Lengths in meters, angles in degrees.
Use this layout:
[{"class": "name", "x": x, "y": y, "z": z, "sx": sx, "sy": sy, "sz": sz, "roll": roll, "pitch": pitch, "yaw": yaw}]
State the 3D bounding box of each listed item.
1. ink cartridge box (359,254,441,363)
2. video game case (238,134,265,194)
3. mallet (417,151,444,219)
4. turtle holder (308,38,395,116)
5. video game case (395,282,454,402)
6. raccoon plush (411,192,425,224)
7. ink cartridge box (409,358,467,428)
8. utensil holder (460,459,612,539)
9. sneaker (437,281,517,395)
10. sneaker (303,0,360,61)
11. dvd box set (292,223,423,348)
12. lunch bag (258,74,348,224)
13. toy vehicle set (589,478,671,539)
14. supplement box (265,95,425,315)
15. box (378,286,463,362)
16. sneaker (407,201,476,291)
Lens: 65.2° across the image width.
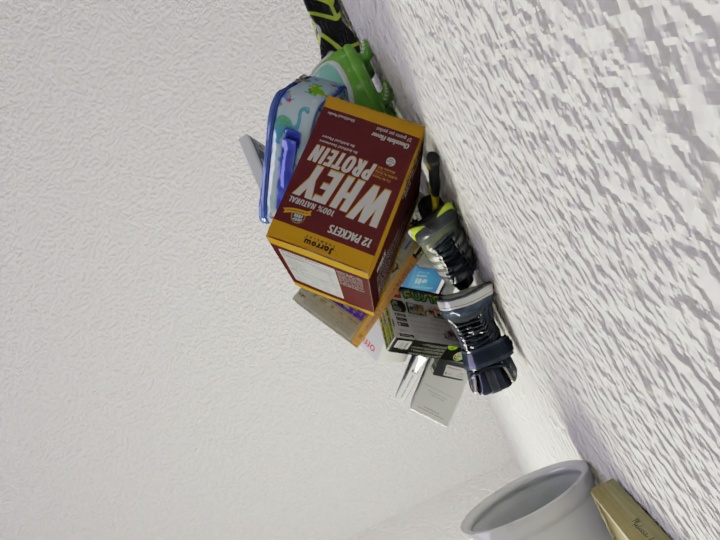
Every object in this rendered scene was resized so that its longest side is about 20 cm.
[{"class": "ink cartridge box", "x": 0.051, "y": 0.050, "z": 1.050, "sx": 0.084, "sy": 0.203, "sz": 0.144, "roll": 3, "pitch": -154, "yaw": -41}, {"class": "video game case", "x": -0.119, "y": -0.116, "z": 0.958, "sx": 0.203, "sy": 0.023, "sz": 0.181, "roll": 65, "pitch": -166, "yaw": 15}, {"class": "mallet", "x": 0.098, "y": -0.113, "z": 0.772, "sx": 0.201, "sy": 0.040, "sz": 0.067, "roll": 66, "pitch": -178, "yaw": -63}, {"class": "turtle holder", "x": -0.014, "y": -0.255, "z": 0.903, "sx": 0.188, "sy": 0.130, "sz": 0.141, "roll": 63, "pitch": -176, "yaw": -19}, {"class": "video game case", "x": 0.126, "y": 0.125, "z": 1.060, "sx": 0.183, "sy": 0.023, "sz": 0.202, "roll": 105, "pitch": -169, "yaw": -52}, {"class": "raccoon plush", "x": 0.069, "y": -0.136, "z": 1.003, "sx": 0.201, "sy": 0.096, "sz": 0.135, "roll": 56, "pitch": -169, "yaw": -28}, {"class": "ink cartridge box", "x": 0.171, "y": 0.185, "z": 1.096, "sx": 0.083, "sy": 0.203, "sz": 0.145, "roll": 23, "pitch": 177, "yaw": 9}, {"class": "utensil holder", "x": 0.234, "y": 0.351, "z": 0.641, "sx": 0.203, "sy": 0.168, "sz": 0.170, "roll": 62, "pitch": -176, "yaw": 13}, {"class": "sneaker", "x": 0.162, "y": 0.096, "z": 0.761, "sx": 0.202, "sy": 0.076, "sz": 0.149, "roll": 15, "pitch": -121, "yaw": -72}, {"class": "sneaker", "x": -0.041, "y": -0.413, "z": 0.997, "sx": 0.077, "sy": 0.074, "sz": 0.204, "roll": -67, "pitch": -38, "yaw": -75}, {"class": "dvd box set", "x": 0.000, "y": 0.000, "z": 0.876, "sx": 0.145, "sy": 0.202, "sz": 0.029, "roll": 29, "pitch": 169, "yaw": 38}, {"class": "lunch bag", "x": -0.082, "y": -0.164, "z": 0.800, "sx": 0.161, "sy": 0.081, "sz": 0.203, "roll": -61, "pitch": -14, "yaw": -55}, {"class": "toy vehicle set", "x": 0.250, "y": 0.264, "z": 0.439, "sx": 0.126, "sy": 0.026, "sz": 0.200, "roll": 64, "pitch": -176, "yaw": -1}, {"class": "supplement box", "x": -0.010, "y": -0.076, "z": 0.752, "sx": 0.130, "sy": 0.200, "sz": 0.200, "roll": 19, "pitch": 165, "yaw": 10}, {"class": "box", "x": 0.123, "y": 0.086, "z": 0.884, "sx": 0.196, "sy": 0.035, "sz": 0.111, "roll": 12, "pitch": -139, "yaw": -23}, {"class": "sneaker", "x": 0.123, "y": -0.028, "z": 0.766, "sx": 0.082, "sy": 0.073, "sz": 0.200, "roll": 58, "pitch": -171, "yaw": 23}]
